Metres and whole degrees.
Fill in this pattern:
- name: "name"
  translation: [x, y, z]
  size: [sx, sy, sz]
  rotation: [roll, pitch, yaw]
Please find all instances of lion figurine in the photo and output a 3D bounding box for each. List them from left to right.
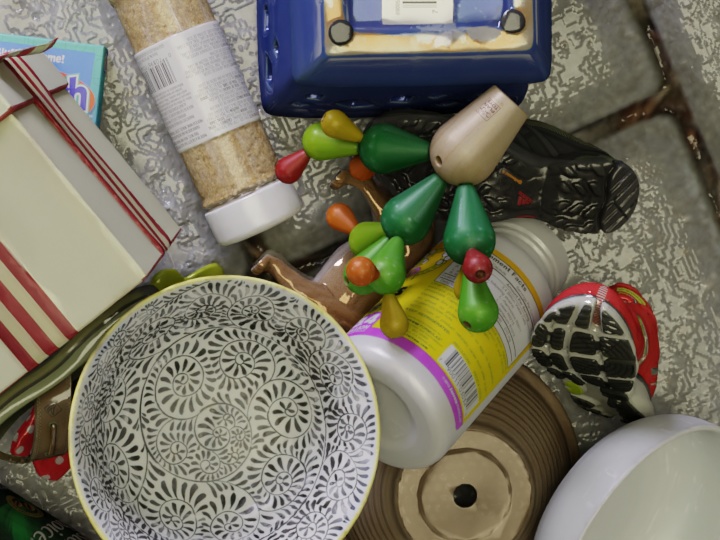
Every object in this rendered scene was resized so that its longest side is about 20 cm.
- name: "lion figurine"
  translation: [0.000, 0.000, 1.123]
  size: [0.122, 0.072, 0.200]
  rotation: [42, 88, -6]

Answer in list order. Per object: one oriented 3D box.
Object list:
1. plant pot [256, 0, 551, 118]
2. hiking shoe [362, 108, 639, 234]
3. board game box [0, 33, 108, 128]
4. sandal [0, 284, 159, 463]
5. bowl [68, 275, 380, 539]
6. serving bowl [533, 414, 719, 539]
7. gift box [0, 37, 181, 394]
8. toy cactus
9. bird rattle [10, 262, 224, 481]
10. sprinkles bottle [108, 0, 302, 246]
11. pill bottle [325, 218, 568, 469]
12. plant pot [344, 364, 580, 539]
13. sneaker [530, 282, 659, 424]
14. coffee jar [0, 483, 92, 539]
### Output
- name: "plant pot"
  translation: [0.031, -0.209, 1.060]
  size: [0.199, 0.180, 0.201]
  rotation: [-1, 94, -7]
- name: "hiking shoe"
  translation: [0.097, -0.075, 1.118]
  size: [0.199, 0.101, 0.076]
  rotation: [14, 106, -5]
- name: "board game box"
  translation: [-0.267, -0.070, 1.108]
  size: [0.152, 0.045, 0.201]
  rotation: [5, 93, -6]
- name: "sandal"
  translation: [-0.201, 0.089, 1.022]
  size: [0.201, 0.080, 0.057]
  rotation: [-40, 91, 7]
- name: "bowl"
  translation: [-0.095, 0.105, 1.008]
  size: [0.200, 0.094, 0.202]
  rotation: [1, 87, -16]
- name: "serving bowl"
  translation: [0.191, 0.187, 1.127]
  size: [0.200, 0.066, 0.201]
  rotation: [-23, 129, -32]
- name: "gift box"
  translation: [-0.231, -0.047, 1.002]
  size: [0.200, 0.185, 0.187]
  rotation: [-39, 99, 4]
- name: "toy cactus"
  translation: [0.037, -0.056, 1.014]
  size: [0.165, 0.200, 0.102]
  rotation: [-48, 141, 10]
- name: "bird rattle"
  translation: [-0.142, 0.100, 1.109]
  size: [0.200, 0.113, 0.163]
  rotation: [-41, 113, 1]
- name: "sprinkles bottle"
  translation: [-0.111, -0.120, 1.107]
  size: [0.068, 0.068, 0.201]
  rotation: [-24, 96, -3]
- name: "pill bottle"
  translation: [0.067, 0.041, 1.082]
  size: [0.104, 0.104, 0.200]
  rotation: [52, 51, -7]
- name: "plant pot"
  translation: [0.071, 0.155, 1.133]
  size: [0.200, 0.093, 0.202]
  rotation: [0, 94, -6]
- name: "sneaker"
  translation: [0.174, 0.043, 1.099]
  size: [0.077, 0.200, 0.085]
  rotation: [12, 71, 21]
- name: "coffee jar"
  translation: [-0.231, 0.216, 1.083]
  size: [0.200, 0.104, 0.085]
  rotation: [30, 89, 6]
